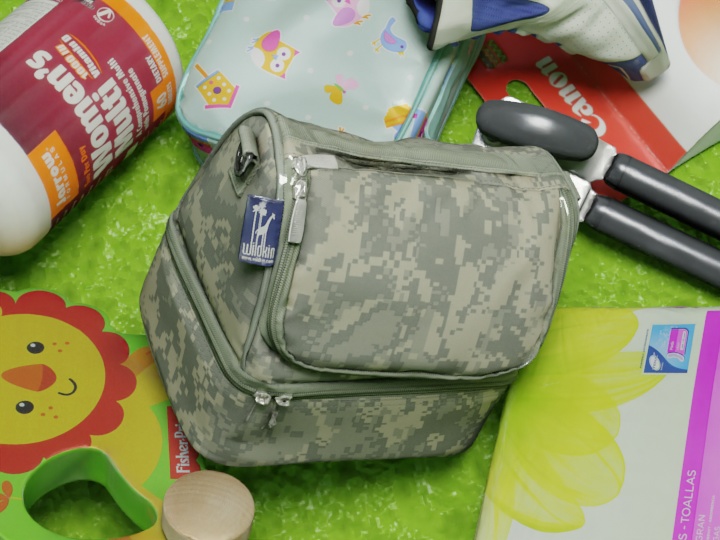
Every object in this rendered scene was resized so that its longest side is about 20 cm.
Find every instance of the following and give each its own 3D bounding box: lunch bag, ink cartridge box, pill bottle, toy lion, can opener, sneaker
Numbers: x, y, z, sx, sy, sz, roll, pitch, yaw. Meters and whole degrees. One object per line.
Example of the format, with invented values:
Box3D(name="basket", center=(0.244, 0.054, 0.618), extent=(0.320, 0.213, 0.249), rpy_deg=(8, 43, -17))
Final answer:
Box3D(name="lunch bag", center=(-0.012, -0.127, 0.899), extent=(0.159, 0.077, 0.201), rpy_deg=(20, 68, 13))
Box3D(name="lunch bag", center=(0.000, 0.000, 0.748), extent=(0.198, 0.169, 0.140), rpy_deg=(3, 41, -32))
Box3D(name="ink cartridge box", center=(0.176, -0.147, 0.920), extent=(0.199, 0.050, 0.163), rpy_deg=(-30, 67, -14))
Box3D(name="pill bottle", center=(-0.201, -0.079, 0.845), extent=(0.109, 0.110, 0.200), rpy_deg=(29, 54, 14))
Box3D(name="toy lion", center=(-0.159, 0.086, 0.771), extent=(0.190, 0.069, 0.201), rpy_deg=(1, 41, -12))
Box3D(name="can opener", center=(0.155, -0.043, 0.850), extent=(0.199, 0.067, 0.054), rpy_deg=(26, 91, 7))
Box3D(name="sneaker", center=(0.091, -0.169, 0.845), extent=(0.114, 0.199, 0.081), rpy_deg=(-25, 56, 28))

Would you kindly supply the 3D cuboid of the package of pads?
Box3D(name="package of pads", center=(0.140, 0.117, 0.762), extent=(0.153, 0.068, 0.202), rpy_deg=(-2, 62, 32))
